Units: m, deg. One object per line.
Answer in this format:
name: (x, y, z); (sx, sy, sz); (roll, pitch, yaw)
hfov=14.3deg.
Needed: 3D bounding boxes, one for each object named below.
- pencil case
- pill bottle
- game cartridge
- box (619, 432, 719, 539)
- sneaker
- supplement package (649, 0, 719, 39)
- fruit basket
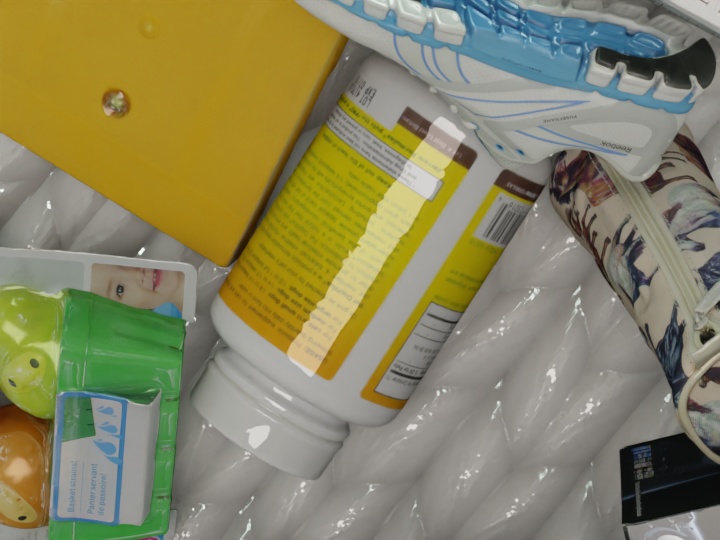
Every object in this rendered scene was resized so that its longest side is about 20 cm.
pencil case: (0.153, 0.000, 1.357); (0.078, 0.200, 0.090); (-26, 131, 1)
pill bottle: (0.000, 0.000, 1.410); (0.109, 0.109, 0.200); (33, 98, 1)
game cartridge: (-0.097, -0.124, 1.403); (0.176, 0.032, 0.200); (32, 120, 5)
box: (0.205, 0.104, 1.357); (0.160, 0.200, 0.044); (-14, 95, 7)
sneaker: (0.056, -0.090, 1.316); (0.200, 0.075, 0.087); (20, 128, 4)
supplement package: (0.144, -0.233, 1.353); (0.200, 0.147, 0.191); (29, 98, 1)
fruit basket: (-0.185, 0.070, 1.415); (0.200, 0.094, 0.186); (2, 120, -9)
